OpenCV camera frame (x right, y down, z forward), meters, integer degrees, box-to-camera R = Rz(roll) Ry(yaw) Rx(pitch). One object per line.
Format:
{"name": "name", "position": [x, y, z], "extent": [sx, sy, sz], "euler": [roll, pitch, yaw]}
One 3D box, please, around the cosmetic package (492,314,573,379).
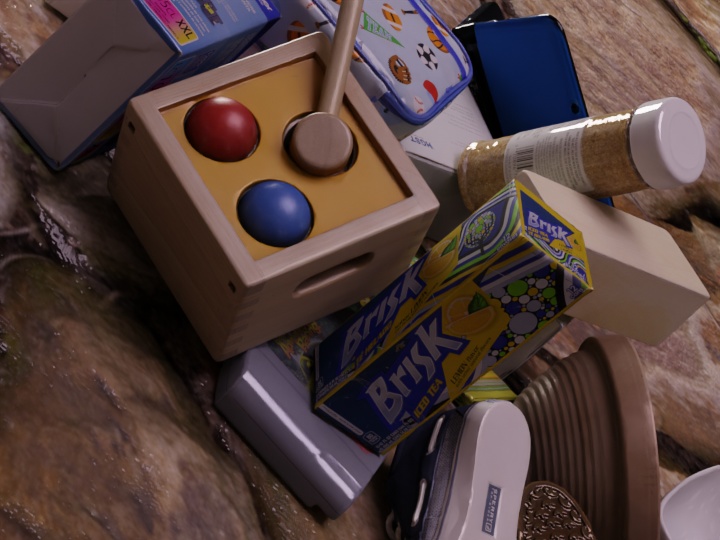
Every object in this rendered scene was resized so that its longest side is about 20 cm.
{"name": "cosmetic package", "position": [0.132, 0.015, 1.885], "extent": [0.087, 0.103, 0.200], "euler": [51, 25, 2]}

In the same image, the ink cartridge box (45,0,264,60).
{"name": "ink cartridge box", "position": [-0.136, -0.211, 1.782], "extent": [0.200, 0.085, 0.146], "euler": [38, 29, -27]}

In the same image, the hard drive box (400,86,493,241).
{"name": "hard drive box", "position": [0.027, -0.134, 1.941], "extent": [0.156, 0.077, 0.201], "euler": [18, 40, -46]}

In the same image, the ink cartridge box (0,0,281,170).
{"name": "ink cartridge box", "position": [-0.146, -0.155, 1.635], "extent": [0.076, 0.136, 0.200], "euler": [51, 27, 1]}

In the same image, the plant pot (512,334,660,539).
{"name": "plant pot", "position": [0.153, 0.149, 1.709], "extent": [0.092, 0.201, 0.201], "euler": [-3, 44, -6]}

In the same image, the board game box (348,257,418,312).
{"name": "board game box", "position": [0.000, 0.000, 1.697], "extent": [0.199, 0.024, 0.105], "euler": [27, 20, 8]}

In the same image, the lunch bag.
{"name": "lunch bag", "position": [-0.008, -0.192, 1.765], "extent": [0.200, 0.075, 0.160], "euler": [52, 35, -4]}

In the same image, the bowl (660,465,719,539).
{"name": "bowl", "position": [0.292, 0.264, 1.840], "extent": [0.200, 0.075, 0.200], "euler": [55, 26, 10]}

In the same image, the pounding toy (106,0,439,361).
{"name": "pounding toy", "position": [-0.046, -0.080, 1.564], "extent": [0.199, 0.142, 0.184], "euler": [-23, 68, -27]}

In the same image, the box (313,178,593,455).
{"name": "box", "position": [0.058, 0.034, 1.558], "extent": [0.070, 0.200, 0.064], "euler": [36, 29, -26]}

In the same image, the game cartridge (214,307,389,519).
{"name": "game cartridge", "position": [-0.028, 0.080, 1.629], "extent": [0.133, 0.041, 0.200], "euler": [44, 27, -3]}

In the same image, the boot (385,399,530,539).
{"name": "boot", "position": [0.055, 0.187, 1.589], "extent": [0.073, 0.090, 0.201], "euler": [34, 59, -33]}

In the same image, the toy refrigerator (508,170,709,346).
{"name": "toy refrigerator", "position": [0.176, -0.005, 1.793], "extent": [0.200, 0.070, 0.076], "euler": [19, 34, -49]}

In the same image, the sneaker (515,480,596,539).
{"name": "sneaker", "position": [0.129, 0.252, 1.595], "extent": [0.067, 0.090, 0.201], "euler": [3, 52, -27]}

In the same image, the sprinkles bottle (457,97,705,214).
{"name": "sprinkles bottle", "position": [0.170, -0.085, 1.823], "extent": [0.068, 0.199, 0.069], "euler": [12, 73, -47]}

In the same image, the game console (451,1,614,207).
{"name": "game console", "position": [0.164, -0.135, 2.033], "extent": [0.171, 0.118, 0.201], "euler": [-46, 122, -64]}

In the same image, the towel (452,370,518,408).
{"name": "towel", "position": [0.032, 0.037, 1.749], "extent": [0.200, 0.018, 0.086], "euler": [44, 17, 23]}
